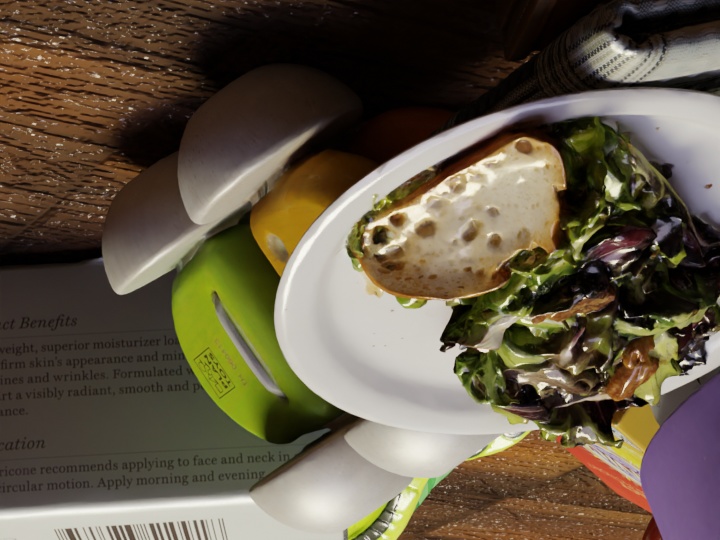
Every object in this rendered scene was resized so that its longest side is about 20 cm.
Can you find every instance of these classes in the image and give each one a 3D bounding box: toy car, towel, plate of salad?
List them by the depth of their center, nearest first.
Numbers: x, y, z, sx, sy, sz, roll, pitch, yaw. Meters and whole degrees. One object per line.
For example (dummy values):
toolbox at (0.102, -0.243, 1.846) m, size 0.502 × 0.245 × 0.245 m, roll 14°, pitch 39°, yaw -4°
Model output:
plate of salad at (0.070, 0.010, 0.739) m, size 0.199 × 0.048 × 0.200 m, roll -9°, pitch 145°, yaw -6°
towel at (0.138, -0.072, 0.762) m, size 0.199 × 0.035 × 0.193 m, roll -14°, pitch 174°, yaw -19°
toy car at (0.000, 0.000, 0.911) m, size 0.150 × 0.175 × 0.200 m, roll -33°, pitch 177°, yaw -36°

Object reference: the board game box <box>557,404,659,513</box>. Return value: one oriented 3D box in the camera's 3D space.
board game box at (0.139, 0.080, 1.072) m, size 0.200 × 0.040 × 0.153 m, roll 41°, pitch 172°, yaw -39°

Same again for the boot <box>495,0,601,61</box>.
boot at (0.126, -0.131, 0.694) m, size 0.155 × 0.077 × 0.200 m, roll -3°, pitch 151°, yaw -13°

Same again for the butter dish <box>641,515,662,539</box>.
butter dish at (0.235, 0.156, 1.332) m, size 0.200 × 0.148 × 0.200 m, roll -44°, pitch 159°, yaw -11°

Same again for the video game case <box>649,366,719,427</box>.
video game case at (0.231, -0.008, 0.846) m, size 0.199 × 0.046 × 0.182 m, roll -7°, pitch 146°, yaw -22°

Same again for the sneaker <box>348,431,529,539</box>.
sneaker at (0.041, 0.078, 1.201) m, size 0.074 × 0.084 × 0.200 m, roll 39°, pitch 128°, yaw -9°

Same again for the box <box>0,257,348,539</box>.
box at (-0.108, 0.086, 1.101) m, size 0.198 × 0.131 × 0.200 m, roll -3°, pitch 159°, yaw -1°

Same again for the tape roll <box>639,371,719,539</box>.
tape roll at (0.219, 0.085, 0.861) m, size 0.199 × 0.085 × 0.200 m, roll -16°, pitch 152°, yaw -9°
